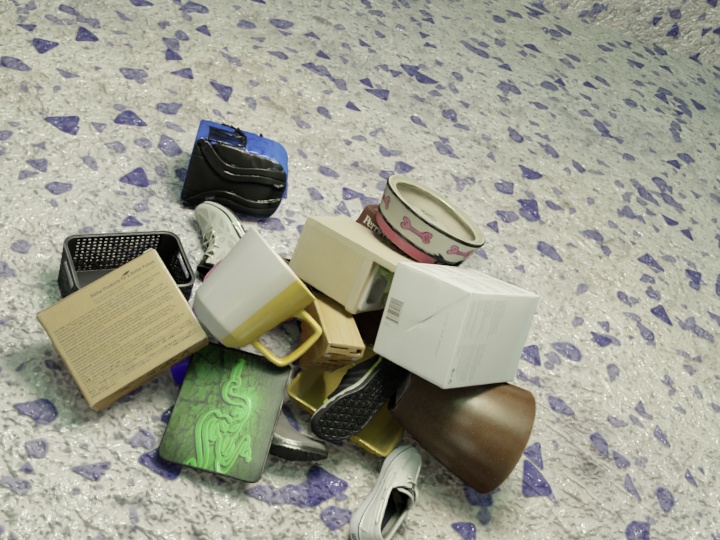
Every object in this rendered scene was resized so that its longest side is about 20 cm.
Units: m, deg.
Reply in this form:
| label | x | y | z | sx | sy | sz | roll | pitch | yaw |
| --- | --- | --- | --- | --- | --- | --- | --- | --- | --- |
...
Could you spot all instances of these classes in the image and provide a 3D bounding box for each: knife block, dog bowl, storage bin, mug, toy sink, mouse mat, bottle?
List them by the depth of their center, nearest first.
| label | x | y | z | sx | sy | sz | roll | pitch | yaw |
| --- | --- | --- | --- | --- | --- | --- | --- | --- | --- |
| mouse mat | -0.203 | 0.211 | 1.282 | 0.160 | 0.008 | 0.201 | 14 | 61 | 0 |
| mug | -0.162 | 0.050 | 1.288 | 0.153 | 0.149 | 0.187 | -41 | 68 | -4 |
| knife block | -0.054 | 0.074 | 1.406 | 0.064 | 0.200 | 0.177 | 9 | 71 | -20 |
| bottle | -0.260 | 0.104 | 1.408 | 0.083 | 0.066 | 0.201 | -2 | 40 | 5 |
| toy sink | 0.000 | 0.000 | 1.418 | 0.199 | 0.113 | 0.130 | 29 | 17 | 24 |
| storage bin | -0.395 | 0.015 | 1.419 | 0.199 | 0.094 | 0.135 | -4 | 47 | -33 |
| dog bowl | 0.113 | -0.077 | 1.444 | 0.199 | 0.074 | 0.200 | 29 | 22 | -13 |

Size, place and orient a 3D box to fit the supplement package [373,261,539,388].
| label | x | y | z | sx | sy | sz | roll | pitch | yaw |
| --- | --- | --- | --- | --- | --- | --- | --- | --- | --- |
| supplement package | 0.153 | 0.084 | 1.333 | 0.150 | 0.153 | 0.199 | 24 | 13 | 39 |

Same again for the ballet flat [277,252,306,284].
| label | x | y | z | sx | sy | sz | roll | pitch | yaw |
| --- | --- | --- | --- | --- | --- | --- | --- | --- | --- |
| ballet flat | -0.139 | -0.016 | 1.551 | 0.067 | 0.047 | 0.200 | 29 | 0 | 33 |

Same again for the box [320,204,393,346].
| label | x | y | z | sx | sy | sz | roll | pitch | yaw |
| --- | --- | --- | --- | --- | --- | --- | --- | --- | --- |
| box | 0.051 | 0.005 | 1.558 | 0.166 | 0.200 | 0.164 | 42 | 22 | 20 |

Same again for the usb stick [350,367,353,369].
| label | x | y | z | sx | sy | sz | roll | pitch | yaw |
| --- | --- | --- | --- | --- | --- | --- | --- | --- | --- |
| usb stick | 0.062 | 0.167 | 1.470 | 0.199 | 0.033 | 0.056 | -17 | 56 | -40 |

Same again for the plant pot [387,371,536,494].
| label | x | y | z | sx | sy | sz | roll | pitch | yaw |
| --- | --- | --- | --- | --- | --- | --- | --- | --- | --- |
| plant pot | 0.152 | 0.235 | 1.377 | 0.199 | 0.187 | 0.187 | 29 | 38 | -8 |

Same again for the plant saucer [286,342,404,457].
| label | x | y | z | sx | sy | sz | roll | pitch | yaw |
| --- | --- | --- | --- | --- | --- | --- | --- | --- | --- |
| plant saucer | -0.007 | 0.215 | 1.443 | 0.199 | 0.049 | 0.200 | 32 | 39 | 7 |

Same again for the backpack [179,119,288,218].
| label | x | y | z | sx | sy | sz | roll | pitch | yaw |
| --- | --- | --- | --- | --- | --- | --- | --- | --- | --- |
| backpack | -0.243 | -0.211 | 1.698 | 0.199 | 0.163 | 0.168 | 15 | 37 | -12 |

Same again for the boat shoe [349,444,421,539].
| label | x | y | z | sx | sy | sz | roll | pitch | yaw |
| --- | --- | --- | --- | --- | --- | --- | --- | --- | --- |
| boat shoe | 0.058 | 0.349 | 1.300 | 0.074 | 0.065 | 0.200 | 59 | 42 | -22 |

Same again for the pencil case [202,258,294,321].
| label | x | y | z | sx | sy | sz | roll | pitch | yaw |
| --- | --- | --- | --- | --- | --- | --- | --- | --- | --- |
| pencil case | -0.180 | 0.036 | 1.456 | 0.088 | 0.087 | 0.200 | 53 | 16 | 29 |

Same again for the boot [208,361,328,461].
| label | x | y | z | sx | sy | sz | roll | pitch | yaw |
| --- | --- | --- | --- | --- | --- | --- | --- | --- | --- |
| boot | -0.133 | 0.217 | 1.324 | 0.199 | 0.070 | 0.132 | 19 | 60 | -11 |

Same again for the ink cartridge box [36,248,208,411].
| label | x | y | z | sx | sy | sz | roll | pitch | yaw |
| --- | --- | --- | --- | --- | --- | --- | --- | --- | --- |
| ink cartridge box | -0.356 | 0.090 | 1.275 | 0.199 | 0.075 | 0.165 | -31 | 80 | -14 |

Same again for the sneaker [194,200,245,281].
| label | x | y | z | sx | sy | sz | roll | pitch | yaw |
| --- | --- | --- | --- | --- | --- | --- | --- | --- | --- |
| sneaker | -0.272 | -0.048 | 1.569 | 0.115 | 0.076 | 0.201 | -23 | 62 | -45 |

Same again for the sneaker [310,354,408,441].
| label | x | y | z | sx | sy | sz | roll | pitch | yaw |
| --- | --- | --- | --- | --- | --- | --- | --- | --- | --- |
| sneaker | -0.007 | 0.200 | 1.353 | 0.200 | 0.083 | 0.072 | -35 | 109 | -25 |
